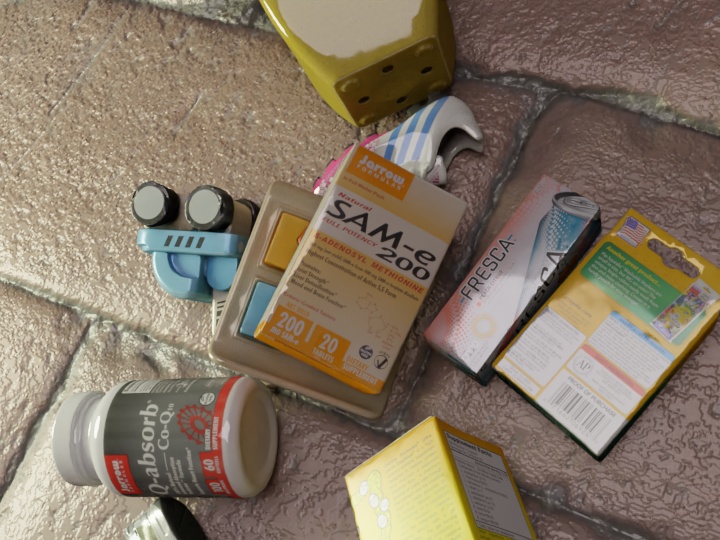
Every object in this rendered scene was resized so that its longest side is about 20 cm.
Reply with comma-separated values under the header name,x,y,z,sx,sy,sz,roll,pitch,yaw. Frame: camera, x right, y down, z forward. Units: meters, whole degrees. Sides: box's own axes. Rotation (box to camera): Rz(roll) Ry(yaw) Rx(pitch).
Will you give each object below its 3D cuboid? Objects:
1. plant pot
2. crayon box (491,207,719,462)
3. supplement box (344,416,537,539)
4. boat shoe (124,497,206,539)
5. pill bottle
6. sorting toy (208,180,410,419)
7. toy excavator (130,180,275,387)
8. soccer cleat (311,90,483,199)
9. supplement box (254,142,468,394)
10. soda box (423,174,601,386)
name,x,y,z,sx,sy,sz,roll,pitch,yaw
plant pot,0.002,-0.275,0.918,0.195,0.194,0.201,-23,71,8
crayon box,0.235,0.058,0.799,0.126,0.052,0.200,41,87,25
supplement box,0.079,0.241,0.706,0.109,0.109,0.200,-38,44,22
boat shoe,-0.166,0.315,0.821,0.065,0.074,0.202,-39,61,7
pill bottle,-0.192,0.166,0.855,0.199,0.116,0.116,-4,70,16
sorting toy,-0.033,0.026,0.859,0.184,0.036,0.201,20,75,-6
toy excavator,-0.150,0.016,0.920,0.194,0.100,0.201,5,86,17
soccer cleat,0.039,-0.107,0.906,0.200,0.070,0.086,-36,65,2
supplement box,0.000,0.000,0.816,0.126,0.074,0.201,27,78,-6
soda box,0.149,0.011,0.835,0.068,0.064,0.200,35,85,24
